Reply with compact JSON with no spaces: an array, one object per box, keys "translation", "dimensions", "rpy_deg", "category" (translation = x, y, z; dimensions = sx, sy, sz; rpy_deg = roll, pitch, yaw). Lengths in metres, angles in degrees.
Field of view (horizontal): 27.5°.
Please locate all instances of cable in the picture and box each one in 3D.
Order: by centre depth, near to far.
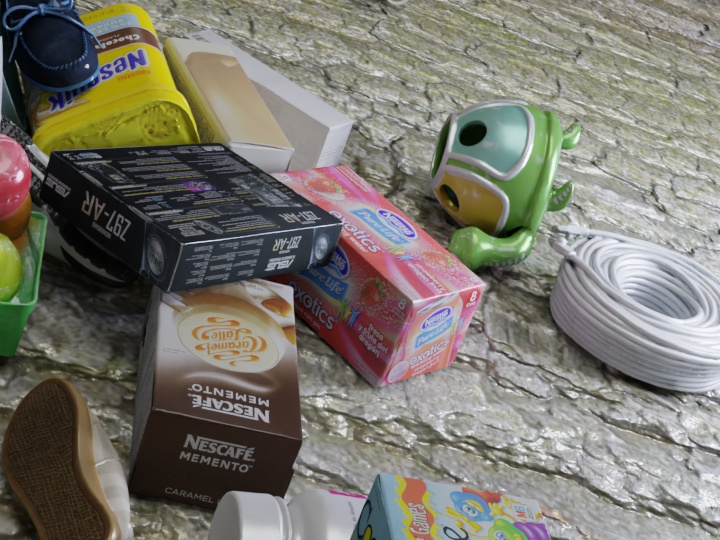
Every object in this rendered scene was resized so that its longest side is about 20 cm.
[{"translation":[0.285,0.041,1.455],"dimensions":[0.199,0.070,0.200],"rpy_deg":[7,34,-25],"category":"cable"}]

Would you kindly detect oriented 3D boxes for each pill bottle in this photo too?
[{"translation":[0.003,0.204,0.959],"dimensions":[0.199,0.114,0.114],"rpy_deg":[11,31,-18],"category":"pill bottle"}]

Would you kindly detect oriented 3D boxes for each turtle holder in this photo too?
[{"translation":[0.137,-0.087,1.521],"dimensions":[0.131,0.187,0.141],"rpy_deg":[17,-2,-8],"category":"turtle holder"}]

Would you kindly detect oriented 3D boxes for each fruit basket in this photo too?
[{"translation":[-0.285,-0.046,1.095],"dimensions":[0.093,0.201,0.186],"rpy_deg":[0,34,-7],"category":"fruit basket"}]

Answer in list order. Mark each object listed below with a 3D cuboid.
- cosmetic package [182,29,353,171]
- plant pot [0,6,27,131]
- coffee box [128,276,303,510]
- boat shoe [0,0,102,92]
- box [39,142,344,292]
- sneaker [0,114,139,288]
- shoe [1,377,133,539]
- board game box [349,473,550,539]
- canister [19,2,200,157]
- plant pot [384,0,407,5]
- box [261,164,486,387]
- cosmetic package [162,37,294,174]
[{"translation":[-0.107,-0.165,1.521],"dimensions":[0.200,0.083,0.051],"rpy_deg":[35,30,20],"category":"cosmetic package"},{"translation":[-0.391,-0.207,1.322],"dimensions":[0.133,0.201,0.201],"rpy_deg":[-15,38,-7],"category":"plant pot"},{"translation":[-0.108,0.085,1.113],"dimensions":[0.114,0.080,0.200],"rpy_deg":[13,31,-14],"category":"coffee box"},{"translation":[-0.301,-0.232,1.355],"dimensions":[0.084,0.069,0.200],"rpy_deg":[-25,44,-19],"category":"boat shoe"},{"translation":[-0.135,-0.049,1.207],"dimensions":[0.160,0.044,0.199],"rpy_deg":[33,25,29],"category":"box"},{"translation":[-0.269,-0.053,1.247],"dimensions":[0.200,0.080,0.074],"rpy_deg":[40,49,-5],"category":"sneaker"},{"translation":[-0.194,0.147,0.992],"dimensions":[0.053,0.070,0.200],"rpy_deg":[54,2,-38],"category":"shoe"},{"translation":[0.032,0.231,0.845],"dimensions":[0.102,0.201,0.105],"rpy_deg":[12,31,-16],"category":"board game box"},{"translation":[-0.241,-0.159,1.375],"dimensions":[0.148,0.087,0.200],"rpy_deg":[-21,40,-4],"category":"canister"},{"translation":[-0.018,-0.479,2.018],"dimensions":[0.199,0.188,0.187],"rpy_deg":[18,26,24],"category":"plant pot"},{"translation":[0.000,0.000,1.307],"dimensions":[0.102,0.095,0.200],"rpy_deg":[-11,43,-44],"category":"box"},{"translation":[-0.141,-0.131,1.422],"dimensions":[0.071,0.106,0.200],"rpy_deg":[3,36,-30],"category":"cosmetic package"}]
